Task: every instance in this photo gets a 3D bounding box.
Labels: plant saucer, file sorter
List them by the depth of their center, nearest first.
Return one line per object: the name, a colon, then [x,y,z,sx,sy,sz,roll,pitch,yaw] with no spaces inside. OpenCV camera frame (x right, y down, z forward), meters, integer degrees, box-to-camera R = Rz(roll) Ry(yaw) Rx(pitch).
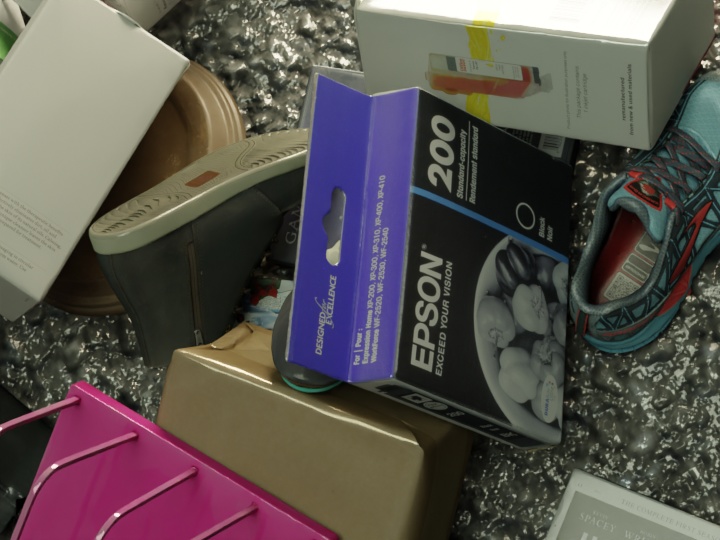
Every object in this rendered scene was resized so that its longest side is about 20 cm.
file sorter: [-0.146,0.186,1.528,0.200,0.125,0.139,29,110,18]
plant saucer: [-0.173,-0.066,1.754,0.200,0.029,0.201,-10,66,23]

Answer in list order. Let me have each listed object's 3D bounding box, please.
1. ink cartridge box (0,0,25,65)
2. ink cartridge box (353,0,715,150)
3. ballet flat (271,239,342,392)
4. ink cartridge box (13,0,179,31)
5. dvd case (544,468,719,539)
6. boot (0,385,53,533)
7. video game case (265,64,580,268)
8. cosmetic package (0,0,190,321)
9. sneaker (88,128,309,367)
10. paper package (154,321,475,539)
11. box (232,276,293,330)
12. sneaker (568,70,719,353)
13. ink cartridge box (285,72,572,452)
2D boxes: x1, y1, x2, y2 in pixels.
ink cartridge box: [-0.326,-0.182,1.811,0.146,0.084,0.200,-27,61,12]
ink cartridge box: [0.115,-0.162,1.626,0.199,0.084,0.145,11,41,21]
ballet flat: [0.000,0.000,1.593,0.073,0.200,0.073,13,123,20]
ink cartridge box: [-0.157,-0.250,1.759,0.115,0.068,0.200,42,79,18]
dvd case: [0.167,0.245,1.587,0.150,0.025,0.200,21,87,22]
boot: [-0.272,0.066,1.721,0.165,0.066,0.200,-44,90,17]
video game case: [0.043,-0.057,1.700,0.199,0.019,0.143,10,82,22]
cosmetic package: [-0.213,-0.080,1.668,0.107,0.085,0.200,35,69,-11]
sneaker: [-0.084,-0.019,1.680,0.200,0.106,0.075,-27,24,-25]
paper package: [-0.043,0.159,1.603,0.190,0.103,0.201,19,107,19]
box: [-0.031,0.078,1.685,0.199,0.040,0.137,6,80,21]
sneaker: [0.198,-0.041,1.599,0.079,0.096,0.200,26,88,22]
ink cartridge box: [0.049,-0.008,1.558,0.043,0.200,0.199,-21,56,46]
